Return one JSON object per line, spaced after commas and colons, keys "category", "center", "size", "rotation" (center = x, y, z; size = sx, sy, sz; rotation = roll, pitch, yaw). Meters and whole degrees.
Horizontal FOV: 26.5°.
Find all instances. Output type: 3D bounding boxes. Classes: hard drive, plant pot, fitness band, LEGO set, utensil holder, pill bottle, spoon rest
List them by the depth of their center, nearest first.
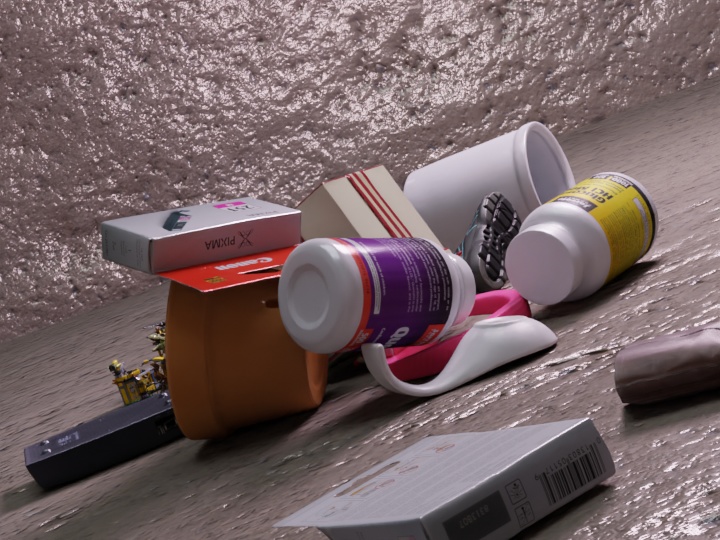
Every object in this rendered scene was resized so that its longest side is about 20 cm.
{"category": "spoon rest", "center": [0.100, 0.085, 1.498], "size": [0.199, 0.061, 0.099], "rotation": [-8, 3, -22]}
{"category": "pill bottle", "center": [0.022, 0.023, 1.536], "size": [0.199, 0.113, 0.112], "rotation": [-2, -7, -43]}
{"category": "plant pot", "center": [-0.113, 0.079, 1.617], "size": [0.139, 0.201, 0.200], "rotation": [-1, 10, 10]}
{"category": "fitness band", "center": [0.103, 0.067, 1.651], "size": [0.143, 0.038, 0.200], "rotation": [-15, 10, 35]}
{"category": "pill bottle", "center": [0.244, -0.033, 1.700], "size": [0.112, 0.113, 0.200], "rotation": [-14, 9, 38]}
{"category": "hard drive", "center": [-0.286, 0.191, 1.757], "size": [0.199, 0.043, 0.135], "rotation": [-22, 7, -12]}
{"category": "LEGO set", "center": [-0.252, 0.097, 2.072], "size": [0.199, 0.116, 0.153], "rotation": [-13, 10, 46]}
{"category": "utensil holder", "center": [0.183, -0.096, 2.145], "size": [0.199, 0.171, 0.170], "rotation": [-19, 7, 27]}

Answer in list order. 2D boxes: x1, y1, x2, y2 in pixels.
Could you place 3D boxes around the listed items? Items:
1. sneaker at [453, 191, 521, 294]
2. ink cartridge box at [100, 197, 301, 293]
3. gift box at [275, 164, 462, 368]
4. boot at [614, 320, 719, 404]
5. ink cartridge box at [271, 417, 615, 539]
{"category": "sneaker", "center": [0.152, -0.031, 1.975], "size": [0.079, 0.075, 0.200], "rotation": [-33, 19, 34]}
{"category": "ink cartridge box", "center": [-0.137, -0.030, 1.571], "size": [0.199, 0.044, 0.173], "rotation": [-12, 19, -41]}
{"category": "gift box", "center": [0.000, 0.000, 1.753], "size": [0.200, 0.187, 0.184], "rotation": [-40, -8, 33]}
{"category": "boot", "center": [0.299, 0.046, 1.194], "size": [0.199, 0.065, 0.186], "rotation": [-22, 3, 28]}
{"category": "ink cartridge box", "center": [0.054, 0.160, 1.066], "size": [0.162, 0.057, 0.200], "rotation": [-25, 0, -33]}
